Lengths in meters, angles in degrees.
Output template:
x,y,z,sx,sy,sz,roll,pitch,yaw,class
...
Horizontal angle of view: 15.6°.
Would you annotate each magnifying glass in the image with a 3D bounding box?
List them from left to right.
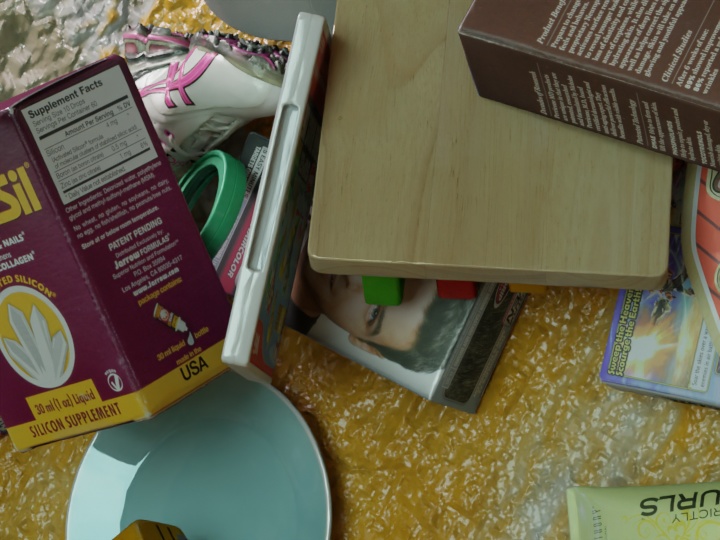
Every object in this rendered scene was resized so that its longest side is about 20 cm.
x,y,z,sx,sy,sz,roll,pitch,yaw,class
-0.130,-0.005,1.665,0.200,0.022,0.080,-41,33,40,magnifying glass

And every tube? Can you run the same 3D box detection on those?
x,y,z,sx,sy,sz,roll,pitch,yaw,class
0.203,0.144,1.440,0.199,0.052,0.058,-11,33,30,tube

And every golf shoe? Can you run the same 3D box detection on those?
x,y,z,sx,sy,sz,roll,pitch,yaw,class
-0.094,-0.105,1.660,0.200,0.072,0.093,10,88,60,golf shoe

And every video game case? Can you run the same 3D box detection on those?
x,y,z,sx,sy,sz,roll,pitch,yaw,class
-0.044,-0.038,1.529,0.017,0.143,0.202,12,84,5,video game case
0.242,-0.015,1.477,0.180,0.045,0.201,11,84,31,video game case

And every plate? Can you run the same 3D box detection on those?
x,y,z,sx,sy,sz,roll,pitch,yaw,class
-0.099,0.160,1.651,0.199,0.026,0.202,-7,76,30,plate

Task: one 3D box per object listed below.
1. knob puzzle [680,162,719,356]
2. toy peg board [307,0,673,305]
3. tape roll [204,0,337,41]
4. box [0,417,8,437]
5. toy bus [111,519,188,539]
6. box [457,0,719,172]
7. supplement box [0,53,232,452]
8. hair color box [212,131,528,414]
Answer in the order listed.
x,y,z,sx,sy,sz,roll,pitch,yaw,class
0.253,-0.033,1.432,0.218,0.030,0.221,-7,75,29,knob puzzle
0.081,-0.069,1.521,0.198,0.098,0.201,3,64,7,toy peg board
-0.036,-0.260,1.601,0.201,0.139,0.204,-13,50,15,tape roll
-0.311,0.004,1.711,0.122,0.192,0.201,-29,67,25,box
-0.102,0.248,1.572,0.065,0.078,0.201,-40,62,16,toy bus
0.164,-0.123,1.433,0.199,0.075,0.101,21,67,22,box
-0.175,-0.008,1.582,0.130,0.103,0.201,-17,100,44,supplement box
0.000,0.000,1.608,0.199,0.061,0.100,26,92,31,hair color box
